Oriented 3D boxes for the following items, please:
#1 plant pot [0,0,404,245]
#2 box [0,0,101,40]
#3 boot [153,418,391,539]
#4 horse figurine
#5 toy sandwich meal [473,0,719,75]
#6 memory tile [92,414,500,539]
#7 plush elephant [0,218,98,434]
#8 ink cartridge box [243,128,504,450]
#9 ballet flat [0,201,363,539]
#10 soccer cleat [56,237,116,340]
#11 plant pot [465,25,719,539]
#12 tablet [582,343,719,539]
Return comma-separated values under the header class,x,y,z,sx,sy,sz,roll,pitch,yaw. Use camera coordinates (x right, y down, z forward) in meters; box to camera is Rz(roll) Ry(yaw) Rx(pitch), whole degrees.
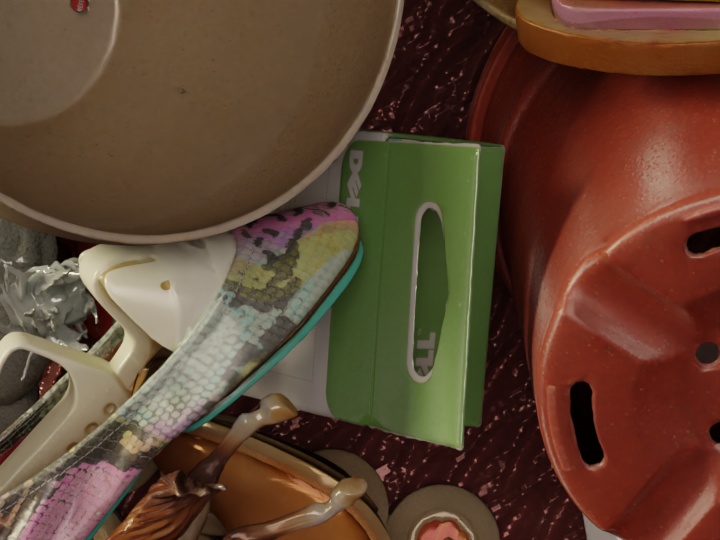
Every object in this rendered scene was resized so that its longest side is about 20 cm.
class,x,y,z,sx,sy,sz,roll,pitch,yaw
plant pot,-0.103,-0.104,0.741,0.199,0.134,0.202,3,85,-30
box,-0.197,-0.110,0.801,0.199,0.050,0.076,13,93,-29
boot,-0.029,0.158,0.866,0.199,0.077,0.156,32,88,-6
horse figurine,-0.034,0.124,0.767,0.133,0.200,0.050,-44,44,5
toy sandwich meal,0.108,-0.149,0.754,0.203,0.071,0.207,-6,51,8
memory tile,-0.050,0.141,0.903,0.198,0.017,0.155,18,84,-1
plush elephant,-0.196,0.016,0.810,0.153,0.200,0.166,-4,91,-22
ink cartridge box,0.000,0.000,0.805,0.059,0.199,0.105,3,94,-36
ballet flat,-0.085,0.037,0.729,0.200,0.069,0.071,-46,114,-2
soccer cleat,-0.092,-0.069,0.902,0.084,0.069,0.202,-3,87,-12
plant pot,0.136,-0.003,0.785,0.199,0.196,0.203,1,116,3
tablet,0.159,0.108,0.918,0.129,0.014,0.202,-9,84,-3
